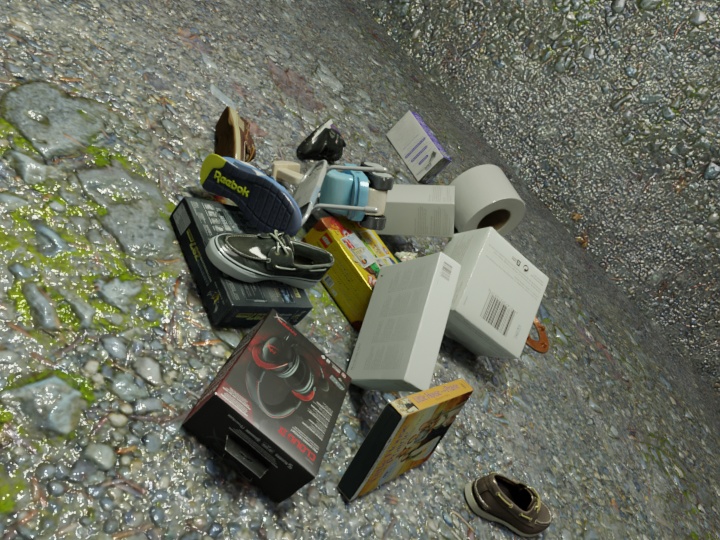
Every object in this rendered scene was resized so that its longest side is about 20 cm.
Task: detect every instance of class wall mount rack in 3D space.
[{"bbox_3d":[-0.050,-0.114,0.922,0.075,0.173,0.201,44,35,-26],"label":"wall mount rack"}]

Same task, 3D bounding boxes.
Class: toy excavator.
[{"bbox_3d":[-0.058,-0.159,1.049,0.199,0.100,0.195,5,23,-17],"label":"toy excavator"}]

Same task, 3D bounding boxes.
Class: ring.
[{"bbox_3d":[0.455,0.137,1.560,0.200,0.019,0.201,33,31,-23],"label":"ring"}]

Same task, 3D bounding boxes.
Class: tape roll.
[{"bbox_3d":[0.356,-0.188,1.645,0.202,0.203,0.140,15,42,-45],"label":"tape roll"}]

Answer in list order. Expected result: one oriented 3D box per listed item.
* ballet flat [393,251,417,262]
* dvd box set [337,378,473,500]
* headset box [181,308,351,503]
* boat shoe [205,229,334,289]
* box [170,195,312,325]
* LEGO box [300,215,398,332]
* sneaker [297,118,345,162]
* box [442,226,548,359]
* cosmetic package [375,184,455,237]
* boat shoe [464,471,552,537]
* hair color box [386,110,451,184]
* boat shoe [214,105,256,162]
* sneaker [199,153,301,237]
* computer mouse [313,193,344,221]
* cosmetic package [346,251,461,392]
[{"bbox_3d":[0.122,0.013,1.145,0.064,0.076,0.200,-13,33,-12],"label":"ballet flat"},{"bbox_3d":[0.068,0.225,0.774,0.029,0.147,0.200,39,21,30],"label":"dvd box set"},{"bbox_3d":[-0.106,0.163,0.685,0.149,0.075,0.200,43,28,-9],"label":"headset box"},{"bbox_3d":[-0.121,-0.026,0.801,0.199,0.071,0.072,11,44,-48],"label":"boat shoe"},{"bbox_3d":[-0.176,-0.012,0.839,0.157,0.051,0.201,5,48,-51],"label":"box"},{"bbox_3d":[0.000,0.000,1.039,0.200,0.077,0.149,54,29,12],"label":"LEGO box"},{"bbox_3d":[-0.077,-0.292,1.318,0.088,0.076,0.200,48,27,-12],"label":"sneaker"},{"bbox_3d":[0.256,0.050,1.176,0.199,0.130,0.201,36,68,-24],"label":"box"},{"bbox_3d":[0.106,-0.134,1.237,0.199,0.085,0.108,3,31,10],"label":"cosmetic package"},{"bbox_3d":[0.257,0.381,0.927,0.199,0.060,0.072,31,31,-28],"label":"boat shoe"},{"bbox_3d":[0.178,-0.378,1.737,0.065,0.109,0.201,4,50,-54],"label":"hair color box"},{"bbox_3d":[-0.221,-0.228,1.036,0.072,0.072,0.200,25,29,-33],"label":"boat shoe"},{"bbox_3d":[-0.156,-0.118,0.870,0.200,0.074,0.082,37,17,23],"label":"sneaker"},{"bbox_3d":[-0.065,-0.140,1.167,0.109,0.044,0.200,36,28,-9],"label":"computer mouse"},{"bbox_3d":[0.063,0.081,0.858,0.052,0.150,0.201,31,66,-29],"label":"cosmetic package"}]
